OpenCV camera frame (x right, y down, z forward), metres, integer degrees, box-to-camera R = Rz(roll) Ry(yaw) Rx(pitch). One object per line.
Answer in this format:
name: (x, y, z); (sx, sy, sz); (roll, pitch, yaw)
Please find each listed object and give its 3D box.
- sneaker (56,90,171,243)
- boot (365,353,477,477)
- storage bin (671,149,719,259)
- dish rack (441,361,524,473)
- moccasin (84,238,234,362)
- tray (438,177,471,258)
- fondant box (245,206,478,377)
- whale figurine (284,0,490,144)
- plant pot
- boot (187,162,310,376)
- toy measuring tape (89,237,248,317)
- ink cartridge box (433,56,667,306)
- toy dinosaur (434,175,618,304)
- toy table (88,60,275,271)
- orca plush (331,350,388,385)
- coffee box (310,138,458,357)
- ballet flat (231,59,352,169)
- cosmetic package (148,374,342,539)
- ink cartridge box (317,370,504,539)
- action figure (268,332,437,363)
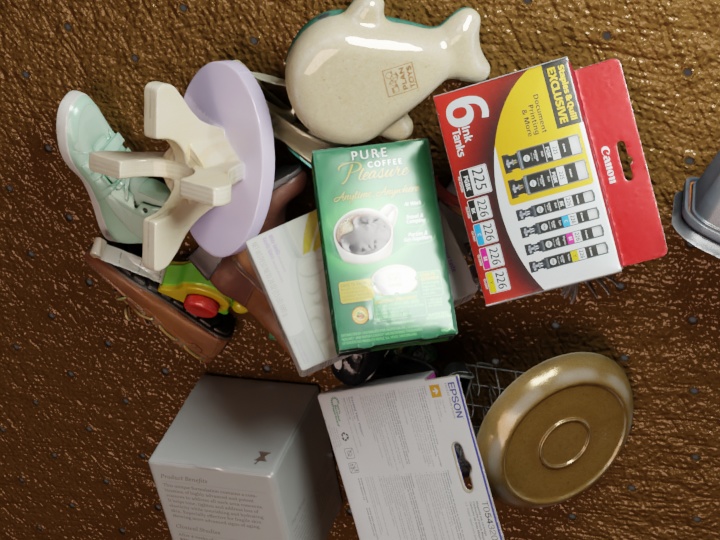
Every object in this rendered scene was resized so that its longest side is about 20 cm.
sneaker: (-0.256, -0.114, 1.459); (0.117, 0.074, 0.202); (5, 135, 27)
boot: (0.072, 0.163, 1.493); (0.197, 0.070, 0.133); (11, 132, -6)
storage bin: (0.403, -0.064, 1.189); (0.198, 0.146, 0.135); (26, 119, 4)
dish rack: (0.169, 0.179, 1.454); (0.197, 0.055, 0.155); (9, 117, -9)
moccasin: (-0.247, 0.037, 1.568); (0.200, 0.074, 0.078); (35, 120, -16)
tray: (0.153, -0.089, 1.341); (0.107, 0.022, 0.201); (31, 129, 1)
fondant box: (0.000, 0.000, 1.332); (0.058, 0.198, 0.146); (107, 138, -77)
whale figurine: (0.023, -0.206, 1.282); (0.198, 0.104, 0.160); (-16, 122, 3)
plant pot: (0.217, 0.181, 1.418); (0.198, 0.028, 0.202); (-13, 123, -20)
boot: (-0.065, 0.002, 1.415); (0.200, 0.069, 0.188); (43, 115, -8)
toy measuring tape: (-0.209, 0.003, 1.503); (0.198, 0.074, 0.074); (25, 132, -22)
ink cartridge box: (0.179, -0.087, 1.218); (0.174, 0.084, 0.202); (-15, 88, 13)
toy dinosaur: (0.192, -0.038, 1.296); (0.180, 0.105, 0.201); (-28, 103, 13)
toy table: (-0.172, -0.104, 1.318); (0.182, 0.117, 0.203); (3, 104, 38)
orca plush: (0.033, 0.046, 1.387); (0.105, 0.071, 0.200); (35, 100, -30)
coffee box: (0.022, -0.024, 1.286); (0.121, 0.044, 0.203); (-8, 79, -6)
ballet flat: (-0.066, -0.154, 1.365); (0.199, 0.070, 0.070); (31, 129, 1)
cosmetic package: (-0.135, 0.263, 1.612); (0.165, 0.167, 0.202); (4, 125, 20)
ink cartridge box: (0.061, 0.211, 1.412); (0.198, 0.043, 0.199); (-12, 96, 38)
action figure: (-0.006, 0.065, 1.497); (0.198, 0.055, 0.119); (17, 125, 6)
